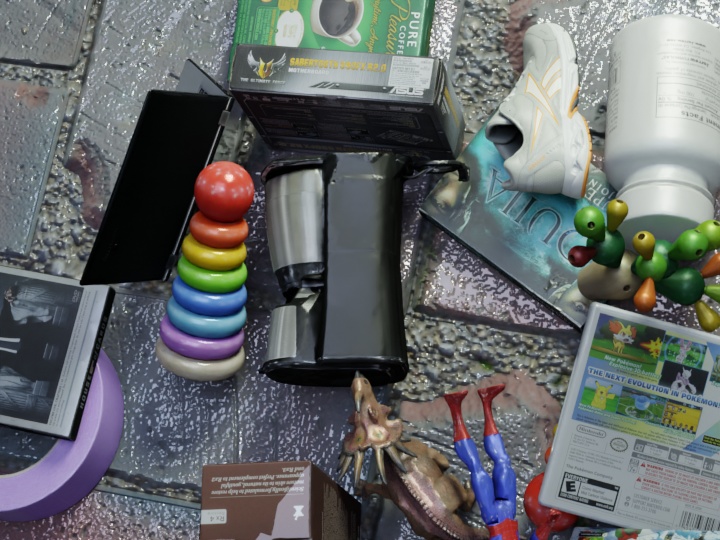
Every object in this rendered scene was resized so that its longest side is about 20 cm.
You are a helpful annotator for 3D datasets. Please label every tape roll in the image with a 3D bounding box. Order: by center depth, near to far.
[{"bbox_3d":[-0.332,0.138,1.758,0.198,0.066,0.202,-3,73,11],"label":"tape roll"}]

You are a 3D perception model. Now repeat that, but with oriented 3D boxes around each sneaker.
[{"bbox_3d":[0.159,-0.155,1.703,0.091,0.076,0.201,-1,52,-5],"label":"sneaker"}]

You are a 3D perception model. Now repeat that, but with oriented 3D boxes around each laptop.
[{"bbox_3d":[-0.205,-0.096,1.692,0.200,0.115,0.189,44,115,57],"label":"laptop"}]

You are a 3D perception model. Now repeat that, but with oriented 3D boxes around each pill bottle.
[{"bbox_3d":[0.279,-0.120,1.659,0.113,0.115,0.202,1,65,12],"label":"pill bottle"}]

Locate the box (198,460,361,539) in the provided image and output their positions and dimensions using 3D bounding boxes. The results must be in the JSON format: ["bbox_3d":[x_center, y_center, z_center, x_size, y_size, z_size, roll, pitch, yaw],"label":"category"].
[{"bbox_3d":[-0.067,0.222,1.602,0.099,0.200,0.076,-3,73,11],"label":"box"}]

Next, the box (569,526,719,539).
[{"bbox_3d":[0.247,0.281,1.525,0.199,0.040,0.137,-4,40,38],"label":"box"}]

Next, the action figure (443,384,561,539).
[{"bbox_3d":[0.130,0.198,1.564,0.065,0.099,0.202,-7,84,-29],"label":"action figure"}]

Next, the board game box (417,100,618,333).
[{"bbox_3d":[0.171,-0.051,1.722,0.199,0.028,0.136,36,83,19],"label":"board game box"}]

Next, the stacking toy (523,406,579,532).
[{"bbox_3d":[0.209,0.143,1.638,0.085,0.085,0.201,27,88,18],"label":"stacking toy"}]

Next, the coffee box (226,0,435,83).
[{"bbox_3d":[-0.028,-0.232,1.812,0.198,0.044,0.124,3,75,14],"label":"coffee box"}]

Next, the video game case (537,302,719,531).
[{"bbox_3d":[0.273,0.141,1.592,0.198,0.022,0.184,15,93,-2],"label":"video game case"}]

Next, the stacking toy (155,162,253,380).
[{"bbox_3d":[-0.137,-0.003,1.686,0.085,0.085,0.202,18,115,17],"label":"stacking toy"}]

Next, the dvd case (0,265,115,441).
[{"bbox_3d":[-0.344,0.071,1.734,0.198,0.025,0.152,10,76,14],"label":"dvd case"}]

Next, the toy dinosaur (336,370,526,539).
[{"bbox_3d":[0.049,0.193,1.620,0.200,0.136,0.086,40,85,19],"label":"toy dinosaur"}]

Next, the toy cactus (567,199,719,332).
[{"bbox_3d":[0.252,0.005,1.598,0.198,0.165,0.103,12,73,-27],"label":"toy cactus"}]

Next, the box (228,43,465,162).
[{"bbox_3d":[-0.009,-0.156,1.724,0.198,0.158,0.049,6,74,14],"label":"box"}]

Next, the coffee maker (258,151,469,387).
[{"bbox_3d":[0.000,0.000,1.676,0.190,0.134,0.202,-9,75,24],"label":"coffee maker"}]
